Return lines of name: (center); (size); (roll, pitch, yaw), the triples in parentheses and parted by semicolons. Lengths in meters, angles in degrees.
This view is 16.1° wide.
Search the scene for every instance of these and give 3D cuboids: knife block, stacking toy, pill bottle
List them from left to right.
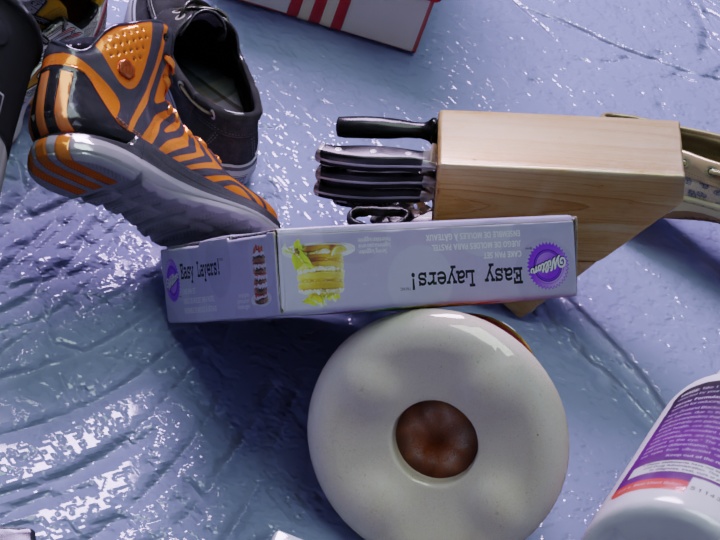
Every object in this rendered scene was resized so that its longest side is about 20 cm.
stacking toy: (0.060, 0.068, 1.455); (0.145, 0.147, 0.200); (25, 21, 5)
knife block: (0.077, -0.064, 1.576); (0.175, 0.200, 0.064); (41, 29, -25)
pill bottle: (0.206, 0.127, 1.443); (0.111, 0.112, 0.200); (29, 37, 11)

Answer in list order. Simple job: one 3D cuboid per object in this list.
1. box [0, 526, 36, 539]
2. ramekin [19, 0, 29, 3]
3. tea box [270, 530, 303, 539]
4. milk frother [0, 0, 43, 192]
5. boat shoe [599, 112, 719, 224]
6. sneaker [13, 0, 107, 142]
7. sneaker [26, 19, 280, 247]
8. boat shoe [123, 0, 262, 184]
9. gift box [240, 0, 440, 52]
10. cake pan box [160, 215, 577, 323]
box: (-0.211, 0.215, 1.130); (0.147, 0.105, 0.201); (5, 39, -20)
ramekin: (-0.254, -0.226, 1.597); (0.199, 0.098, 0.201); (-11, 19, 4)
tea box: (0.009, 0.258, 1.160); (0.195, 0.134, 0.200); (21, 36, 2)
milk frother: (-0.292, -0.053, 1.421); (0.179, 0.200, 0.189); (20, 59, -16)
boat shoe: (0.249, -0.067, 1.691); (0.198, 0.063, 0.073); (4, 18, 18)
sneaker: (-0.225, -0.137, 1.587); (0.077, 0.083, 0.200); (29, 38, 10)
sneaker: (-0.113, -0.083, 1.503); (0.200, 0.077, 0.113); (29, 56, -50)
boat shoe: (-0.106, -0.140, 1.664); (0.069, 0.067, 0.201); (5, 40, -21)
gift box: (-0.012, -0.288, 1.795); (0.183, 0.201, 0.187); (12, 38, -5)
cake pan box: (0.000, 0.000, 1.453); (0.183, 0.053, 0.200); (-1, -2, -24)
